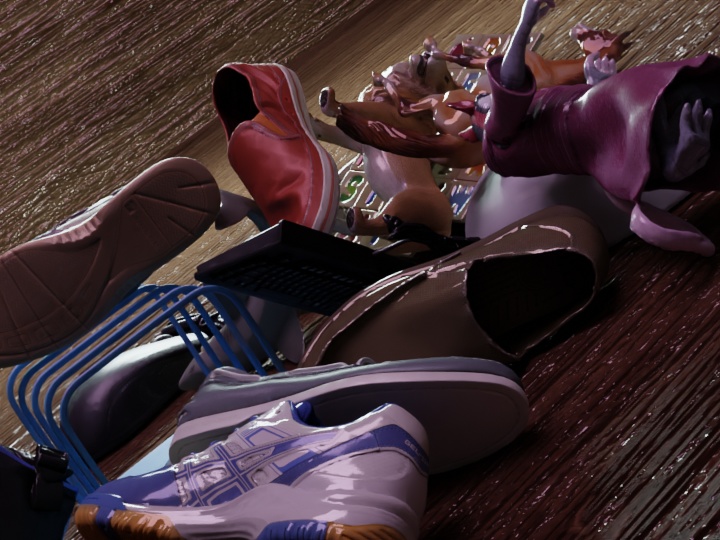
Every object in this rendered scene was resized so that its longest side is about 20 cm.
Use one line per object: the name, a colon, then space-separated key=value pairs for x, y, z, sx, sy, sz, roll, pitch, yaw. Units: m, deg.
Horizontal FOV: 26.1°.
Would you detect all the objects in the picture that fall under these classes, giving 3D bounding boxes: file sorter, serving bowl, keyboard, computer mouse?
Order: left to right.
computer mouse: x=-0.183 y=0.084 z=1.287 sx=0.138 sy=0.053 sz=0.200 roll=-17 pitch=21 yaw=50
file sorter: x=-0.133 y=0.088 z=0.987 sx=0.138 sy=0.123 sz=0.200 roll=-38 pitch=14 yaw=-18
keyboard: x=0.000 y=0.000 z=0.966 sx=0.126 sy=0.021 sz=0.199 roll=-26 pitch=-22 yaw=27
serving bowl: x=0.147 y=-0.073 z=1.019 sx=0.199 sy=0.066 sz=0.200 roll=-31 pitch=12 yaw=7

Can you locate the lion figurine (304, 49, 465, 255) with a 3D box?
lion figurine: x=0.028 y=-0.069 z=1.088 sx=0.073 sy=0.121 sz=0.202 roll=-49 pitch=40 yaw=49

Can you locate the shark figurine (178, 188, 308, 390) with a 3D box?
shark figurine: x=-0.065 y=0.020 z=1.123 sx=0.126 sy=0.216 sz=0.090 roll=-12 pitch=49 yaw=-17

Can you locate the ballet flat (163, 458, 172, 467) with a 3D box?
ballet flat: x=-0.097 y=0.149 z=0.834 sx=0.200 sy=0.072 sz=0.072 roll=-42 pitch=15 yaw=-34

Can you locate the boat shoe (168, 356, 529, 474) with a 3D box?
boat shoe: x=-0.007 y=0.065 z=0.790 sx=0.198 sy=0.073 sz=0.062 roll=-13 pitch=40 yaw=26

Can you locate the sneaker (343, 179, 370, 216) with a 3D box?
sneaker: x=0.060 y=-0.061 z=1.195 sx=0.199 sy=0.075 sz=0.105 roll=4 pitch=56 yaw=54

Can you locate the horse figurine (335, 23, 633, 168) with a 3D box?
horse figurine: x=0.074 y=-0.115 z=1.031 sx=0.132 sy=0.050 sz=0.199 roll=23 pitch=44 yaw=36

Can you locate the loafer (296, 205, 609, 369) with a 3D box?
loafer: x=0.051 y=0.027 z=0.858 sx=0.199 sy=0.077 sz=0.067 roll=-34 pitch=6 yaw=0

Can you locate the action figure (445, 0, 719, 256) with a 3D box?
action figure: x=0.133 y=-0.075 z=0.892 sx=0.198 sy=0.151 sz=0.133 roll=-1 pitch=-11 yaw=43

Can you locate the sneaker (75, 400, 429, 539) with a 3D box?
sneaker: x=-0.048 y=0.109 z=0.744 sx=0.198 sy=0.075 sz=0.089 roll=-5 pitch=48 yaw=35

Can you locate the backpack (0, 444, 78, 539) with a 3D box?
backpack: x=-0.286 y=0.168 z=0.936 sx=0.200 sy=0.181 sz=0.148 roll=-39 pitch=27 yaw=58

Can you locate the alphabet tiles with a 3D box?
alphabet tiles: x=0.057 y=-0.097 z=1.159 sx=0.166 sy=0.006 sz=0.201 roll=10 pitch=64 yaw=54

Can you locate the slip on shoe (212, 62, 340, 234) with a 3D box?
slip on shoe: x=-0.061 y=-0.075 z=1.066 sx=0.074 sy=0.060 sz=0.201 roll=-60 pitch=34 yaw=35

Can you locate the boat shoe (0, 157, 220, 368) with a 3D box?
boat shoe: x=-0.176 y=-0.003 z=1.007 sx=0.199 sy=0.072 sz=0.065 roll=-36 pitch=0 yaw=-1

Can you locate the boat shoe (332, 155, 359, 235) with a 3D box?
boat shoe: x=-0.016 y=-0.048 z=1.320 sx=0.199 sy=0.073 sz=0.063 roll=-40 pitch=16 yaw=-5
